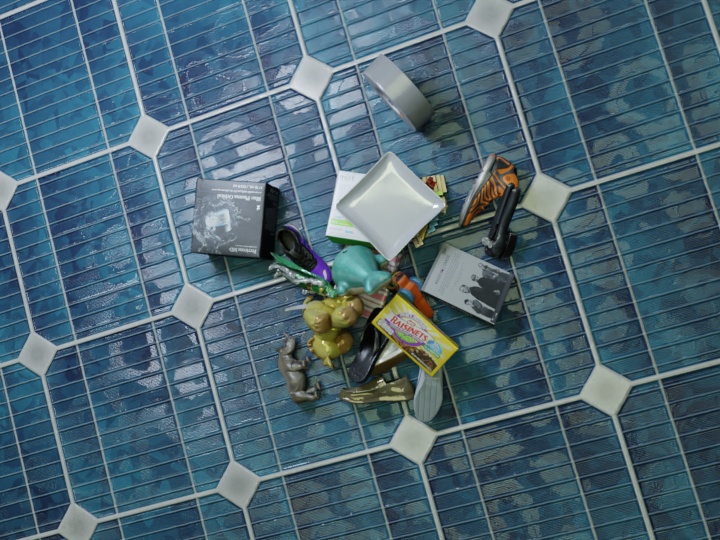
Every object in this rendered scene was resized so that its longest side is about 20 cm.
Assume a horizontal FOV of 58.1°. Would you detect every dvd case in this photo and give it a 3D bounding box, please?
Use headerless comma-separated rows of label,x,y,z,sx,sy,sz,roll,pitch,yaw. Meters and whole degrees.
dvd case,0.269,0.033,1.627,0.199,0.025,0.151,25,67,7

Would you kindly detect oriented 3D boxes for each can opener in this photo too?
can opener,0.353,-0.122,1.611,0.078,0.063,0.201,-7,118,-28

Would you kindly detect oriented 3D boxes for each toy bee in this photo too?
toy bee,0.109,0.041,1.654,0.108,0.131,0.201,2,108,47

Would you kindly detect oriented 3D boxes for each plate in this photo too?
plate,0.073,-0.158,1.597,0.200,0.032,0.200,-45,80,-1

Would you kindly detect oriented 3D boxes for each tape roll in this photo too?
tape roll,0.095,-0.443,1.623,0.066,0.200,0.200,-42,82,7

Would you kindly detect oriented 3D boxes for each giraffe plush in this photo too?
giraffe plush,-0.078,0.158,1.647,0.199,0.173,0.163,-6,110,19

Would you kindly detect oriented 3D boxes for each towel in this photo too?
towel,0.013,0.017,1.706,0.146,0.030,0.201,20,91,10

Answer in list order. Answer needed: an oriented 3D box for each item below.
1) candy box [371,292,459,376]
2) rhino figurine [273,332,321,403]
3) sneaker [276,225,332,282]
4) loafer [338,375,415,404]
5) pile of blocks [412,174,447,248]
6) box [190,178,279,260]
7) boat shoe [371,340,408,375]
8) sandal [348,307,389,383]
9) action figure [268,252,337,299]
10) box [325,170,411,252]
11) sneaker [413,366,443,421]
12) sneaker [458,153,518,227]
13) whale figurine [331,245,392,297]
candy box,0.133,0.156,1.586,0.200,0.026,0.102,41,105,4
rhino figurine,-0.174,0.258,1.715,0.087,0.060,0.201,-25,80,19
sneaker,-0.157,-0.036,1.701,0.070,0.099,0.200,-42,81,8
loafer,0.041,0.305,1.672,0.199,0.076,0.068,-3,86,0
pile of blocks,0.177,-0.154,1.667,0.082,0.062,0.201,13,91,10
box,-0.333,-0.135,1.730,0.195,0.117,0.201,4,90,10
boat shoe,0.082,0.202,1.672,0.199,0.071,0.070,-30,63,2
sandal,0.025,0.186,1.635,0.076,0.043,0.201,9,71,35
action figure,-0.142,0.027,1.664,0.199,0.118,0.055,21,68,26
box,0.028,-0.150,1.665,0.199,0.097,0.178,8,81,10
sneaker,0.179,0.282,1.648,0.073,0.071,0.201,11,100,4
sneaker,0.331,-0.183,1.634,0.112,0.078,0.201,27,101,1
whale figurine,0.000,0.000,1.597,0.159,0.200,0.104,-36,112,-11
